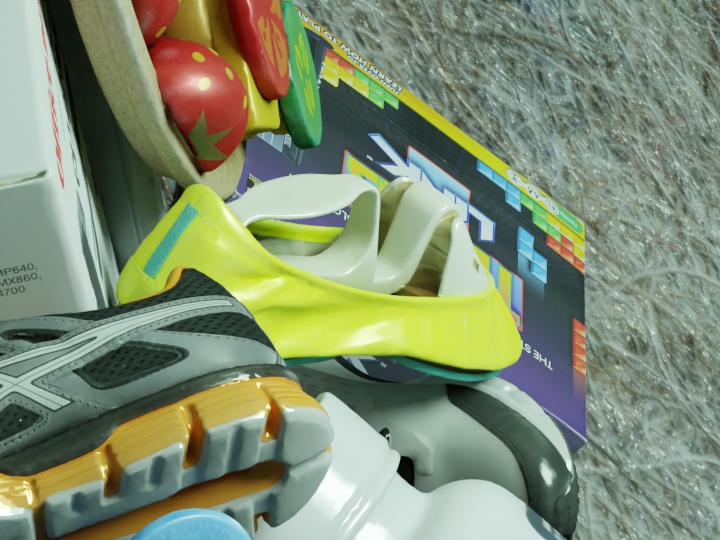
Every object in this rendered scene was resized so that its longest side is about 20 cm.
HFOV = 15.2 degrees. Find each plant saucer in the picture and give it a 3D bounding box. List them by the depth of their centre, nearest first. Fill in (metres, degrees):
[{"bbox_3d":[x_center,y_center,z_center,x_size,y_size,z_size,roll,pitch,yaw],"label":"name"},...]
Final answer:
[{"bbox_3d":[-0.111,-0.070,1.047,0.200,0.050,0.201,168,-90,-86],"label":"plant saucer"}]

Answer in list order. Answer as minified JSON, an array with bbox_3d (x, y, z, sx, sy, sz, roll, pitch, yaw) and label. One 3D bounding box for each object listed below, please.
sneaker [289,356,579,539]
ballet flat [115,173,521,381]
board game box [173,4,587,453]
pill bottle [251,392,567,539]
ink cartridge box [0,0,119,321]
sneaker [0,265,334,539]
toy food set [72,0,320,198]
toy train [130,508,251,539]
[{"bbox_3d":[-0.009,0.070,1.002,0.199,0.074,0.080,14,21,38],"label":"sneaker"},{"bbox_3d":[0.000,0.000,0.924,0.067,0.067,0.199,34,19,36],"label":"ballet flat"},{"bbox_3d":[0.013,-0.013,1.208,0.200,0.057,0.166,35,30,-21],"label":"board game box"},{"bbox_3d":[0.035,0.137,0.844,0.200,0.120,0.120,42,29,-2],"label":"pill bottle"},{"bbox_3d":[-0.127,-0.007,0.876,0.201,0.083,0.145,80,-2,-48],"label":"ink cartridge box"},{"bbox_3d":[-0.111,0.056,0.773,0.199,0.078,0.077,-14,52,-15],"label":"sneaker"},{"bbox_3d":[-0.063,-0.124,0.923,0.198,0.048,0.201,-21,98,-81],"label":"toy food set"},{"bbox_3d":[-0.084,0.138,0.725,0.199,0.115,0.087,-10,26,-24],"label":"toy train"}]
